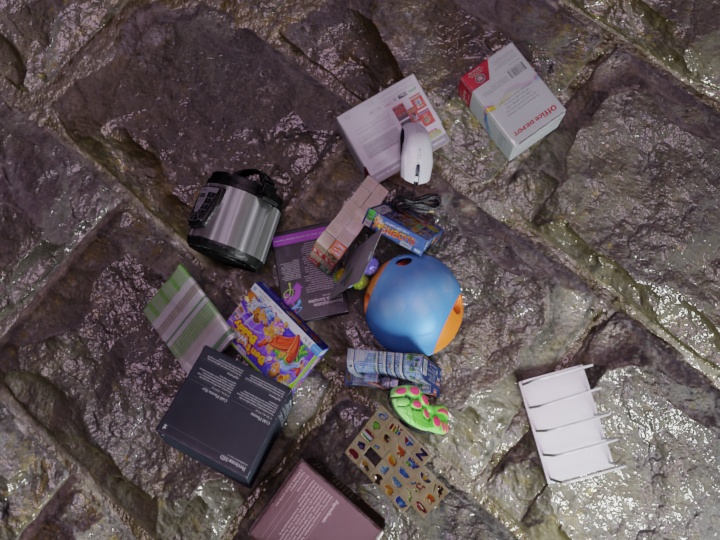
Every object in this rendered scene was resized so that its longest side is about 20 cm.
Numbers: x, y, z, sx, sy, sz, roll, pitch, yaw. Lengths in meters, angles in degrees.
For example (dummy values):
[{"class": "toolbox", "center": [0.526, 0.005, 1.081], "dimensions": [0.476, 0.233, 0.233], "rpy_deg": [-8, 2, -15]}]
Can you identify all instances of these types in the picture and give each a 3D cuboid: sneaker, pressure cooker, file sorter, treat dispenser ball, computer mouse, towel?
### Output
[{"class": "sneaker", "center": [0.101, 0.278, 1.285], "dimensions": [0.082, 0.200, 0.078], "rpy_deg": [-15, 55, 27]}, {"class": "pressure cooker", "center": [-0.257, -0.117, 1.406], "dimensions": [0.172, 0.179, 0.205], "rpy_deg": [19, 81, 4]}, {"class": "file sorter", "center": [0.406, 0.292, 1.290], "dimensions": [0.135, 0.125, 0.205], "rpy_deg": [-14, 76, 0]}, {"class": "treat dispenser ball", "center": [0.104, 0.069, 1.323], "dimensions": [0.195, 0.201, 0.207], "rpy_deg": [-1, 76, 4]}, {"class": "computer mouse", "center": [0.113, -0.217, 1.378], "dimensions": [0.107, 0.044, 0.206], "rpy_deg": [3, 75, -13]}, {"class": "towel", "center": [-0.359, 0.109, 1.412], "dimensions": [0.149, 0.031, 0.201], "rpy_deg": [-45, 74, 16]}]

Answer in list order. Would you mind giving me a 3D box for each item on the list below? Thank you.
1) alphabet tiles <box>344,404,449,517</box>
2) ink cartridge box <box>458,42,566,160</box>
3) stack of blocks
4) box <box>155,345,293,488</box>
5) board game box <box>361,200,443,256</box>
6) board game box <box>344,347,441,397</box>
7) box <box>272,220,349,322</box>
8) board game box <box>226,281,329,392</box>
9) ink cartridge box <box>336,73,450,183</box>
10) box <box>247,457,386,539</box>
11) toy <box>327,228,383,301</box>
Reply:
[{"class": "alphabet tiles", "center": [0.074, 0.377, 1.293], "dimensions": [0.199, 0.008, 0.169], "rpy_deg": [43, 127, 12]}, {"class": "ink cartridge box", "center": [0.328, -0.368, 1.472], "dimensions": [0.144, 0.083, 0.202], "rpy_deg": [-33, 77, -5]}, {"class": "stack of blocks", "center": [-0.022, -0.098, 1.391], "dimensions": [0.058, 0.115, 0.201], "rpy_deg": [37, 68, -1]}, {"class": "box", "center": [-0.254, 0.280, 1.285], "dimensions": [0.196, 0.105, 0.184], "rpy_deg": [25, 63, 8]}, {"class": "board game box", "center": [0.090, -0.090, 1.366], "dimensions": [0.133, 0.200, 0.035], "rpy_deg": [30, 106, 10]}, {"class": "board game box", "center": [0.046, 0.201, 1.322], "dimensions": [0.195, 0.200, 0.063], "rpy_deg": [2, 75, 19]}, {"class": "box", "center": [-0.108, 0.007, 1.438], "dimensions": [0.139, 0.036, 0.205], "rpy_deg": [-10, 75, 1]}, {"class": "board game box", "center": [-0.179, 0.142, 1.383], "dimensions": [0.199, 0.045, 0.135], "rpy_deg": [42, 103, 12]}, {"class": "ink cartridge box", "center": [0.073, -0.296, 1.472], "dimensions": [0.197, 0.084, 0.178], "rpy_deg": [-28, 78, -3]}, {"class": "box", "center": [-0.075, 0.479, 1.256], "dimensions": [0.198, 0.166, 0.165], "rpy_deg": [37, 80, 12]}, {"class": "toy", "center": [0.000, 0.000, 1.326], "dimensions": [0.047, 0.199, 0.117], "rpy_deg": [29, 70, -15]}]
